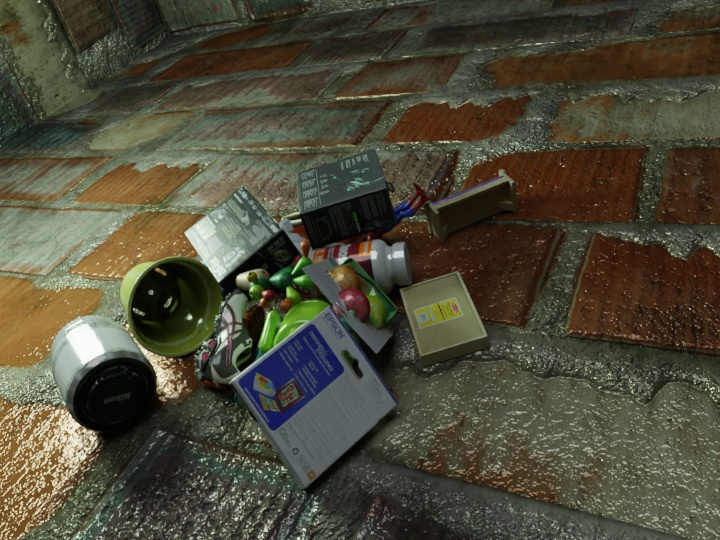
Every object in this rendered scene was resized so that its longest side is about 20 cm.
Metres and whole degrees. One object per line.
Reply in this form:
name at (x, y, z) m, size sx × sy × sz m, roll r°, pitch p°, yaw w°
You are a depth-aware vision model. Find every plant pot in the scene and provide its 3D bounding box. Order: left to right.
plant pot at (-0.416, 0.059, 1.361) m, size 0.200 × 0.202 × 0.183 m, roll -37°, pitch 28°, yaw -26°

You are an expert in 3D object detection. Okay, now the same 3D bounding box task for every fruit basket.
fruit basket at (-0.018, 0.059, 1.132) m, size 0.094 × 0.186 × 0.200 m, roll -43°, pitch -3°, yaw 18°

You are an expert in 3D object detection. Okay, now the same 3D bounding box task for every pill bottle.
pill bottle at (0.000, 0.000, 1.302) m, size 0.197 × 0.114 × 0.114 m, roll -9°, pitch 36°, yaw 12°

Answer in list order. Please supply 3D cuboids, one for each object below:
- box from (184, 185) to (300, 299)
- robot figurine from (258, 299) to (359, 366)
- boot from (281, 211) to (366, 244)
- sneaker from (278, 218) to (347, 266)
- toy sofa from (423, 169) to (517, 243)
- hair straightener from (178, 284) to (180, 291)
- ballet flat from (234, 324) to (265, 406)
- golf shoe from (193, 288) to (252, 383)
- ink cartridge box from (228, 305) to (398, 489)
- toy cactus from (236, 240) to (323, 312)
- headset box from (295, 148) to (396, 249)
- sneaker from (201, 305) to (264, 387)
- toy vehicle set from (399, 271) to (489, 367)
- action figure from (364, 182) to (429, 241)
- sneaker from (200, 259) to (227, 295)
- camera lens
box at (-0.243, -0.054, 1.329) m, size 0.163 × 0.086 × 0.200 m, roll -40°, pitch 47°, yaw -7°
robot figurine at (-0.089, 0.121, 1.150) m, size 0.173 × 0.117 × 0.200 m, roll 14°, pitch 15°, yaw -1°
boot at (-0.083, -0.092, 1.469) m, size 0.197 × 0.109 × 0.075 m, roll -9°, pitch 27°, yaw 7°
sneaker at (-0.123, -0.056, 1.410) m, size 0.197 × 0.075 × 0.116 m, roll -14°, pitch 68°, yaw -16°
toy sofa at (0.237, -0.148, 1.424) m, size 0.198 × 0.084 × 0.098 m, roll -22°, pitch 36°, yaw -6°
hair straightener at (-0.370, -0.014, 1.548) m, size 0.076 × 0.041 × 0.200 m, roll 19°, pitch 49°, yaw 40°
ballet flat at (-0.170, 0.174, 1.199) m, size 0.069 × 0.068 × 0.201 m, roll 14°, pitch 41°, yaw 2°
golf shoe at (-0.233, 0.123, 1.186) m, size 0.087 × 0.078 × 0.202 m, roll 13°, pitch 49°, yaw 3°
ink cartridge box at (-0.071, 0.194, 1.015) m, size 0.199 × 0.199 × 0.047 m, roll -36°, pitch 2°, yaw -28°
toy cactus at (-0.161, 0.013, 1.190) m, size 0.163 × 0.104 × 0.200 m, roll -1°, pitch 23°, yaw 29°
headset box at (-0.027, -0.154, 1.357) m, size 0.197 × 0.094 × 0.175 m, roll -17°, pitch 37°, yaw 3°
sneaker at (-0.251, 0.138, 1.262) m, size 0.076 × 0.074 × 0.201 m, roll 7°, pitch 42°, yaw 26°
toy vehicle set at (0.150, 0.084, 1.198) m, size 0.122 × 0.027 × 0.201 m, roll -16°, pitch 35°, yaw 2°
action figure at (0.045, -0.117, 1.406) m, size 0.200 × 0.099 × 0.066 m, roll -47°, pitch 29°, yaw 16°
sneaker at (-0.276, 0.022, 1.445) m, size 0.197 × 0.076 × 0.079 m, roll -1°, pitch 58°, yaw 21°
camera lens at (-0.485, 0.191, 1.218) m, size 0.159 × 0.162 × 0.199 m, roll -33°, pitch 38°, yaw -21°
